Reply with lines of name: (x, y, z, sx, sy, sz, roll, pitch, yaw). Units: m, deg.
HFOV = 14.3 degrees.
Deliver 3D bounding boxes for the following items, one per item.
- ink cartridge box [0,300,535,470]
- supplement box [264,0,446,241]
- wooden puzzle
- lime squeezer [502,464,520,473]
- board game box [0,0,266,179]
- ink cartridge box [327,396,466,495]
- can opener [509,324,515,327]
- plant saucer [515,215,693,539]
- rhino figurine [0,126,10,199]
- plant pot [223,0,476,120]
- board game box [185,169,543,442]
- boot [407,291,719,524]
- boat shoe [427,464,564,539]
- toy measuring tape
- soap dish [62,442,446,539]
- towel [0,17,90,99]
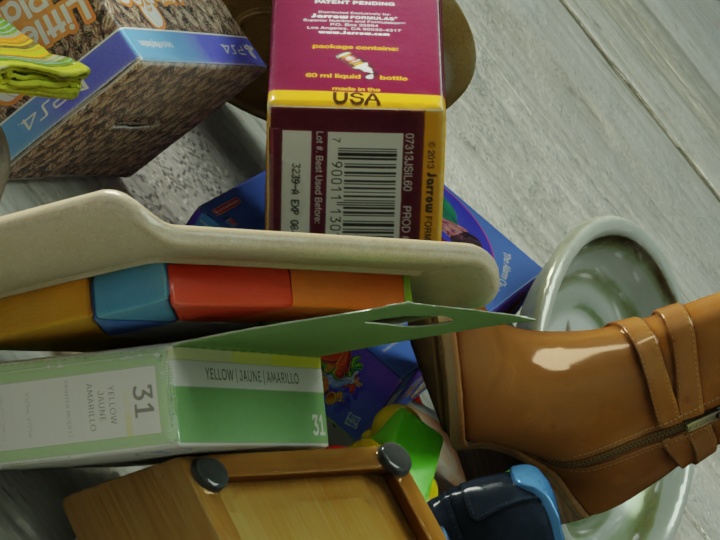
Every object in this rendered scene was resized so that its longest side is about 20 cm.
ink cartridge box: (-0.044, 0.049, 1.153, 0.145, 0.199, 0.048, 8, 77, -67)
supplement box: (-0.003, -0.084, 1.425, 0.200, 0.085, 0.111, -90, -178, -57)
wooden puzzle: (-0.074, 0.011, 1.138, 0.200, 0.185, 0.037, 9, 75, -43)
lime squeezer: (0.049, 0.156, 1.420, 0.038, 0.071, 0.200, 44, -19, 26)
board game box: (-0.162, -0.151, 1.391, 0.200, 0.097, 0.159, 56, 18, 8)
ink cartridge box: (0.029, 0.078, 1.535, 0.162, 0.050, 0.200, 27, 34, -56)
can opener: (0.021, 0.005, 1.609, 0.067, 0.053, 0.200, -3, 46, -48)
plant saucer: (0.121, 0.071, 1.555, 0.200, 0.050, 0.201, 5, 84, -58)
rhino figurine: (-0.205, -0.051, 1.156, 0.088, 0.060, 0.200, 54, 18, 10)
plant pot: (-0.036, -0.131, 1.577, 0.200, 0.200, 0.028, 42, 55, -32)
board game box: (0.000, 0.000, 1.490, 0.134, 0.045, 0.200, 41, 28, 10)
boot: (0.112, 0.048, 1.381, 0.077, 0.155, 0.200, -109, 177, -46)
boat shoe: (0.067, 0.188, 1.342, 0.084, 0.068, 0.201, -115, -163, -80)
toy measuring tape: (-0.007, 0.143, 1.328, 0.074, 0.073, 0.200, 44, 42, -27)
soap dish: (-0.013, 0.159, 1.154, 0.157, 0.081, 0.200, 1, 50, -46)
towel: (-0.212, -0.136, 1.253, 0.200, 0.018, 0.086, 36, 11, 16)
